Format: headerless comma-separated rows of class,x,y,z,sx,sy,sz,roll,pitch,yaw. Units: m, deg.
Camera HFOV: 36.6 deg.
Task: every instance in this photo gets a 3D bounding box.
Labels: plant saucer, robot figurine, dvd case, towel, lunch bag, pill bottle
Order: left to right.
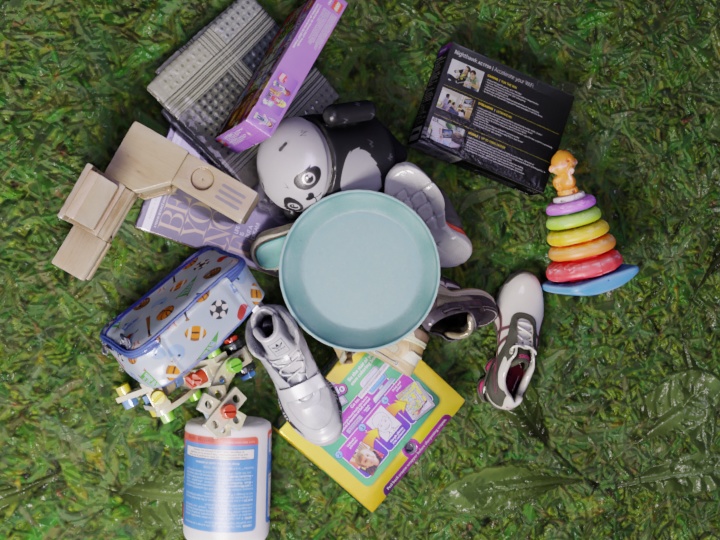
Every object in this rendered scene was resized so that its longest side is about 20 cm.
lunch bag,-0.227,0.055,1.349,0.200,0.160,0.076,-39,118,-18
dvd case,-0.177,-0.093,1.431,0.200,0.016,0.149,20,86,-15
pill bottle,-0.171,0.291,1.391,0.112,0.112,0.200,2,90,-16
towel,-0.154,-0.232,1.422,0.193,0.035,0.200,47,71,-14
robot figurine,-0.036,-0.139,1.397,0.200,0.125,0.150,-10,100,-39
plant saucer,0.000,0.000,1.352,0.200,0.036,0.200,0,92,6

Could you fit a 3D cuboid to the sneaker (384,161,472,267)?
sneaker,0.083,-0.085,1.446,0.077,0.082,0.200,-20,137,14

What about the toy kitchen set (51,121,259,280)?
toy kitchen set,-0.251,-0.055,1.315,0.180,0.163,0.200,30,86,-2

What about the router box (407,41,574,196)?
router box,0.183,-0.208,1.511,0.200,0.051,0.149,21,84,-15

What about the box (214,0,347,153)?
box,-0.100,-0.246,1.353,0.039,0.137,0.200,33,75,-19

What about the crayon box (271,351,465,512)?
crayon box,0.011,0.192,1.468,0.173,0.058,0.200,43,80,-10

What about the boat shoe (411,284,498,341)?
boat shoe,0.126,0.062,1.447,0.072,0.200,0.065,-40,62,23

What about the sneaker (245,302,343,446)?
sneaker,-0.089,0.126,1.375,0.075,0.115,0.200,-28,70,1

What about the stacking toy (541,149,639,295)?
stacking toy,0.297,-0.070,1.513,0.116,0.110,0.200,-18,99,-17

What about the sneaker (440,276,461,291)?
sneaker,0.047,-0.015,1.470,0.200,0.076,0.116,6,64,-32

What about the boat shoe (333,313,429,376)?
boat shoe,-0.014,0.084,1.407,0.200,0.072,0.076,17,81,29

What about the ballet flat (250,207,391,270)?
ballet flat,-0.046,-0.052,1.407,0.200,0.062,0.067,-11,114,3

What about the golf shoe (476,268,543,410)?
golf shoe,0.224,0.098,1.513,0.077,0.088,0.200,12,87,-14

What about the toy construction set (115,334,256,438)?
toy construction set,-0.204,0.141,1.350,0.131,0.200,0.092,-31,114,-36
